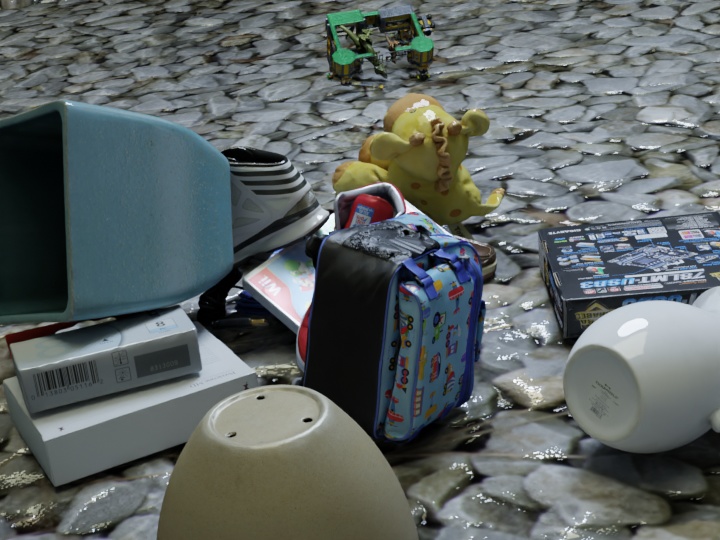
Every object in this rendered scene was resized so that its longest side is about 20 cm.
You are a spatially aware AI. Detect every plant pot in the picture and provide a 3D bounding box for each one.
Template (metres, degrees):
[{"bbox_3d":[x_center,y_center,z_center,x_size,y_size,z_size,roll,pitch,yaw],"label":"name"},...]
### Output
[{"bbox_3d":[-0.234,-0.049,1.342,0.200,0.197,0.196,0,-3,-37],"label":"plant pot"},{"bbox_3d":[-0.060,0.164,1.020,0.200,0.135,0.200,-6,23,2],"label":"plant pot"}]

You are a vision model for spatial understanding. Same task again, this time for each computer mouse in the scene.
[{"bbox_3d":[-0.073,0.016,1.434,0.199,0.046,0.141,1,25,12],"label":"computer mouse"}]

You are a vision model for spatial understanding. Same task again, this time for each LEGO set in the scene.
[{"bbox_3d":[0.026,-0.350,2.290,0.199,0.116,0.154,-17,54,-14],"label":"LEGO set"}]

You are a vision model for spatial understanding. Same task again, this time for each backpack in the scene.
[{"bbox_3d":[0.044,0.043,1.239,0.134,0.183,0.200,17,20,29],"label":"backpack"}]

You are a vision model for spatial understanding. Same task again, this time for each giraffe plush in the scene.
[{"bbox_3d":[0.066,-0.122,1.540,0.200,0.162,0.173,36,65,28],"label":"giraffe plush"}]

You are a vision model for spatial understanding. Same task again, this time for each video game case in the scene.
[{"bbox_3d":[0.000,0.000,1.413,0.143,0.017,0.200,39,58,25],"label":"video game case"}]

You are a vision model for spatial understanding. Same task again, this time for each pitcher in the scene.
[{"bbox_3d":[0.279,0.092,1.138,0.200,0.122,0.171,-12,36,-40],"label":"pitcher"}]

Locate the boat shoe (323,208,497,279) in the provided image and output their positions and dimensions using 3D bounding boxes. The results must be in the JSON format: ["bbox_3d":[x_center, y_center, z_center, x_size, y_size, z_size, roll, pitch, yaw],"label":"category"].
[{"bbox_3d":[0.049,-0.032,1.502,0.202,0.075,0.075,3,24,1],"label":"boat shoe"}]

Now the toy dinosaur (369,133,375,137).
[{"bbox_3d":[0.072,-0.103,1.709,0.135,0.102,0.200,16,10,14],"label":"toy dinosaur"}]

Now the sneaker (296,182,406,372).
[{"bbox_3d":[-0.009,0.001,1.326,0.071,0.113,0.200,17,51,12],"label":"sneaker"}]

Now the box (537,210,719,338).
[{"bbox_3d":[0.290,0.002,1.413,0.199,0.050,0.199,-6,24,1],"label":"box"}]

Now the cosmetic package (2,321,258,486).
[{"bbox_3d":[-0.211,0.118,1.279,0.199,0.052,0.151,-17,21,-22],"label":"cosmetic package"}]

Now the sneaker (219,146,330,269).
[{"bbox_3d":[-0.137,-0.065,1.442,0.200,0.116,0.076,-22,14,28],"label":"sneaker"}]

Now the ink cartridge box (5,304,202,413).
[{"bbox_3d":[-0.249,0.059,1.306,0.160,0.047,0.200,-14,22,-16],"label":"ink cartridge box"}]

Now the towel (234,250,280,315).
[{"bbox_3d":[-0.045,0.000,1.547,0.144,0.024,0.200,0,24,14],"label":"towel"}]
